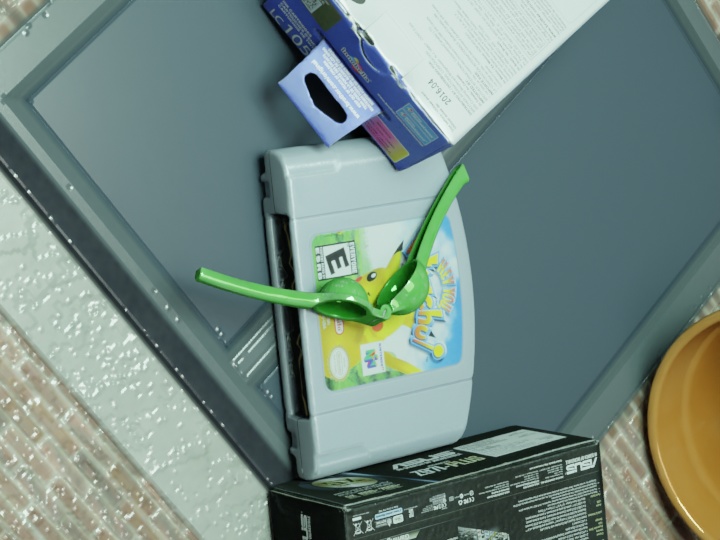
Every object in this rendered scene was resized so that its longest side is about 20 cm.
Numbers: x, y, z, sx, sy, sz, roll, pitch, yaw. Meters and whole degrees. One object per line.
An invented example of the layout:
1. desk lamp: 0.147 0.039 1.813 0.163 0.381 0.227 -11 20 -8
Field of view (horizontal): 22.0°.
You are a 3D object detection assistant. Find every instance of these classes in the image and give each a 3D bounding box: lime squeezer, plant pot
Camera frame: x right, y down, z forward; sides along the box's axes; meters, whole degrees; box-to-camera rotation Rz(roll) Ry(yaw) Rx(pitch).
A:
1. lime squeezer: 0.000 0.000 1.087 0.199 0.038 0.071 -22 104 -31
2. plant pot: 0.319 0.100 1.272 0.140 0.200 0.201 -23 106 -48

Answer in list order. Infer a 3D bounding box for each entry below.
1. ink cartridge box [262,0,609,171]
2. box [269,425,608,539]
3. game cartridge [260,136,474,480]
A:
1. ink cartridge box: 0.040 -0.157 1.108 0.200 0.076 0.137 -43 99 -27
2. box: 0.055 0.197 1.145 0.199 0.086 0.165 -11 98 -34
3. game cartridge: 0.009 0.018 1.137 0.133 0.040 0.201 -12 99 -38
